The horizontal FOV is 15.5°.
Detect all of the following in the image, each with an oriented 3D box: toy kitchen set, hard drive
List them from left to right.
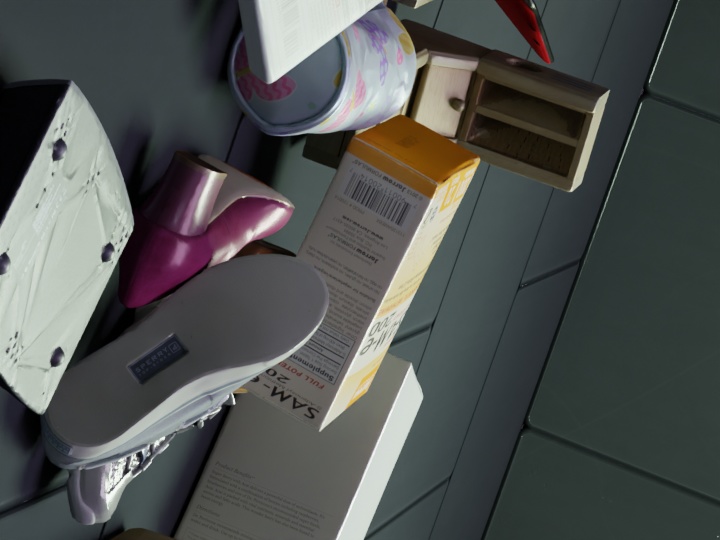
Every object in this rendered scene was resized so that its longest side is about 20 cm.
[{"bbox_3d":[-0.171,-0.012,1.368,0.200,0.042,0.136,77,36,-70],"label":"hard drive"},{"bbox_3d":[0.082,-0.151,1.967,0.200,0.179,0.164,-37,145,-68],"label":"toy kitchen set"}]

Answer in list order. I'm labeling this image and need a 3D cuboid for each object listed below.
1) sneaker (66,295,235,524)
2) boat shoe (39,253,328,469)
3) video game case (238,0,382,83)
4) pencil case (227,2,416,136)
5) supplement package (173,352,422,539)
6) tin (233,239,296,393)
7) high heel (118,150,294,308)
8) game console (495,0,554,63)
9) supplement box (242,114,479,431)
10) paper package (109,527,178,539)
[{"bbox_3d":[-0.121,0.074,1.656,0.075,0.082,0.201,90,24,-61],"label":"sneaker"},{"bbox_3d":[-0.110,0.056,1.601,0.200,0.070,0.072,-30,169,-24],"label":"boat shoe"},{"bbox_3d":[-0.004,-0.228,1.555,0.182,0.023,0.201,-38,148,-21],"label":"video game case"},{"bbox_3d":[-0.022,-0.135,1.745,0.091,0.083,0.200,-64,169,12],"label":"pencil case"},{"bbox_3d":[-0.045,0.153,2.051,0.120,0.121,0.201,68,45,-73],"label":"supplement package"},{"bbox_3d":[-0.088,0.030,1.855,0.200,0.042,0.113,7,100,-78],"label":"tin"},{"bbox_3d":[-0.102,-0.020,1.653,0.097,0.067,0.200,-62,162,4],"label":"high heel"},{"bbox_3d":[0.122,-0.279,2.074,0.200,0.118,0.173,48,63,-78],"label":"game console"},{"bbox_3d":[0.000,0.000,1.869,0.201,0.073,0.126,-64,170,18],"label":"supplement box"},{"bbox_3d":[-0.167,0.289,1.770,0.200,0.103,0.192,-20,130,-76],"label":"paper package"}]
